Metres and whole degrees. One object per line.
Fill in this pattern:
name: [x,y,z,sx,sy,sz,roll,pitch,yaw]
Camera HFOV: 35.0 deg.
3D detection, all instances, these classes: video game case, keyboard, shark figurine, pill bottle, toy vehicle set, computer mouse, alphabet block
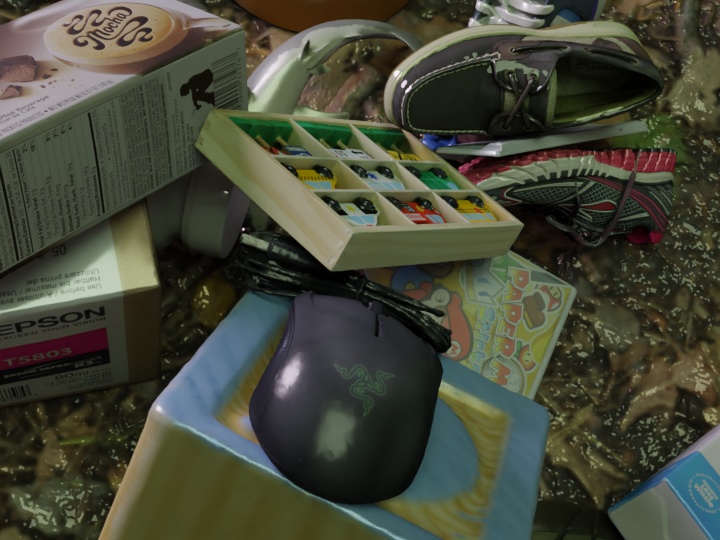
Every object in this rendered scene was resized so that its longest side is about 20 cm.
video game case: [0.037,0.059,0.784,0.182,0.023,0.200,28,74,-12]
keyboard: [0.140,-0.098,0.849,0.200,0.056,0.011,-14,101,-45]
shark figurine: [-0.050,-0.146,0.870,0.214,0.089,0.128,-46,115,-15]
pill bottle: [-0.177,-0.075,0.786,0.199,0.112,0.113,16,65,3]
toy vehicle set: [0.006,-0.052,0.713,0.124,0.027,0.200,42,25,26]
computer mouse: [-0.005,0.038,0.582,0.138,0.053,0.200,23,25,-9]
alphabet block: [-0.030,0.153,0.636,0.196,0.200,0.195,28,25,4]

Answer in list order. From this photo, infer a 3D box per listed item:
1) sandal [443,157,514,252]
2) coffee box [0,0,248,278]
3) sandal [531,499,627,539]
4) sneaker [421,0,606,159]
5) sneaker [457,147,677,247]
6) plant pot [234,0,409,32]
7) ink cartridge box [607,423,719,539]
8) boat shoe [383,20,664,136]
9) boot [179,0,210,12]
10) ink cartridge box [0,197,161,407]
sandal: [0.088,-0.001,0.843,0.075,0.048,0.201,-9,70,-14]
coffee box: [-0.172,-0.086,0.650,0.113,0.080,0.200,27,45,30]
sandal: [0.182,0.209,0.765,0.199,0.055,0.082,15,52,-12]
sneaker: [0.100,-0.166,0.829,0.081,0.200,0.146,40,54,21]
sneaker: [0.155,-0.053,0.841,0.199,0.081,0.075,-3,97,-26]
plant pot: [-0.024,-0.319,0.885,0.199,0.183,0.201,4,67,-9]
ink cartridge box: [0.275,0.154,0.769,0.200,0.067,0.116,-25,72,-38]
boat shoe: [0.117,-0.128,0.785,0.200,0.072,0.066,-12,36,-18]
boot: [-0.219,-0.218,0.870,0.199,0.068,0.131,-12,68,-17]
ink cartridge box: [-0.227,0.027,0.712,0.199,0.165,0.075,-10,69,-13]
